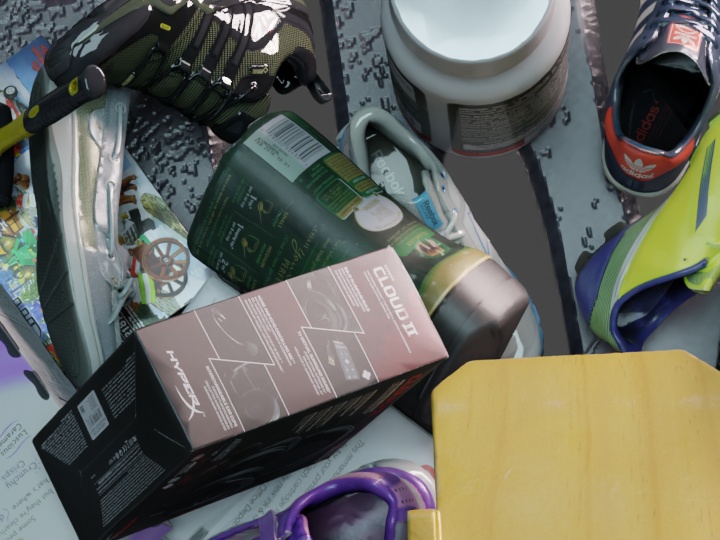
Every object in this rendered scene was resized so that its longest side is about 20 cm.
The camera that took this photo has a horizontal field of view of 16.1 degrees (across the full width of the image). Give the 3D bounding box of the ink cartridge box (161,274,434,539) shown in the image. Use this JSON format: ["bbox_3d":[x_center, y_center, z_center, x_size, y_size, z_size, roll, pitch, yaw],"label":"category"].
[{"bbox_3d":[-0.051,0.123,1.547,0.200,0.086,0.147,36,84,9],"label":"ink cartridge box"}]

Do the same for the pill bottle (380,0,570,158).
[{"bbox_3d":[0.070,-0.144,1.534,0.113,0.200,0.114,-1,79,3],"label":"pill bottle"}]

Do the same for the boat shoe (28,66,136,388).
[{"bbox_3d":[-0.162,-0.029,1.554,0.064,0.074,0.203,-1,70,-20],"label":"boat shoe"}]

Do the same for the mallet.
[{"bbox_3d":[-0.198,-0.077,1.513,0.041,0.200,0.066,5,83,-29],"label":"mallet"}]

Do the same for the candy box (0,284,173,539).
[{"bbox_3d":[-0.236,0.125,1.498,0.168,0.072,0.200,-40,68,4],"label":"candy box"}]

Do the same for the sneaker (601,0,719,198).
[{"bbox_3d":[0.202,-0.146,1.585,0.075,0.085,0.201,14,80,6],"label":"sneaker"}]

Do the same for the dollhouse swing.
[{"bbox_3d":[0.128,0.168,1.419,0.199,0.176,0.182,-4,120,2],"label":"dollhouse swing"}]

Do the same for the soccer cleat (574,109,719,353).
[{"bbox_3d":[0.213,-0.028,1.537,0.200,0.065,0.084,-46,42,19],"label":"soccer cleat"}]

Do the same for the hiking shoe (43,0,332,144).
[{"bbox_3d":[-0.099,-0.127,1.566,0.199,0.076,0.101,-18,80,-38],"label":"hiking shoe"}]

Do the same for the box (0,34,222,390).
[{"bbox_3d":[-0.197,-0.029,1.611,0.136,0.038,0.200,-36,79,-4],"label":"box"}]

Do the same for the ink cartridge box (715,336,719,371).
[{"bbox_3d":[0.239,0.028,1.489,0.039,0.200,0.100,10,79,1],"label":"ink cartridge box"}]

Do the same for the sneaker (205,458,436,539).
[{"bbox_3d":[-0.045,0.170,1.452,0.200,0.088,0.081,-31,80,1],"label":"sneaker"}]

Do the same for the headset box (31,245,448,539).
[{"bbox_3d":[-0.059,0.068,1.409,0.199,0.149,0.077,-17,74,-38],"label":"headset box"}]

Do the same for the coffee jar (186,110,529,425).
[{"bbox_3d":[0.000,0.000,1.517,0.200,0.085,0.105,37,126,13],"label":"coffee jar"}]

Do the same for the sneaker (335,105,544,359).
[{"bbox_3d":[0.044,-0.017,1.570,0.075,0.087,0.200,-34,80,-6],"label":"sneaker"}]
